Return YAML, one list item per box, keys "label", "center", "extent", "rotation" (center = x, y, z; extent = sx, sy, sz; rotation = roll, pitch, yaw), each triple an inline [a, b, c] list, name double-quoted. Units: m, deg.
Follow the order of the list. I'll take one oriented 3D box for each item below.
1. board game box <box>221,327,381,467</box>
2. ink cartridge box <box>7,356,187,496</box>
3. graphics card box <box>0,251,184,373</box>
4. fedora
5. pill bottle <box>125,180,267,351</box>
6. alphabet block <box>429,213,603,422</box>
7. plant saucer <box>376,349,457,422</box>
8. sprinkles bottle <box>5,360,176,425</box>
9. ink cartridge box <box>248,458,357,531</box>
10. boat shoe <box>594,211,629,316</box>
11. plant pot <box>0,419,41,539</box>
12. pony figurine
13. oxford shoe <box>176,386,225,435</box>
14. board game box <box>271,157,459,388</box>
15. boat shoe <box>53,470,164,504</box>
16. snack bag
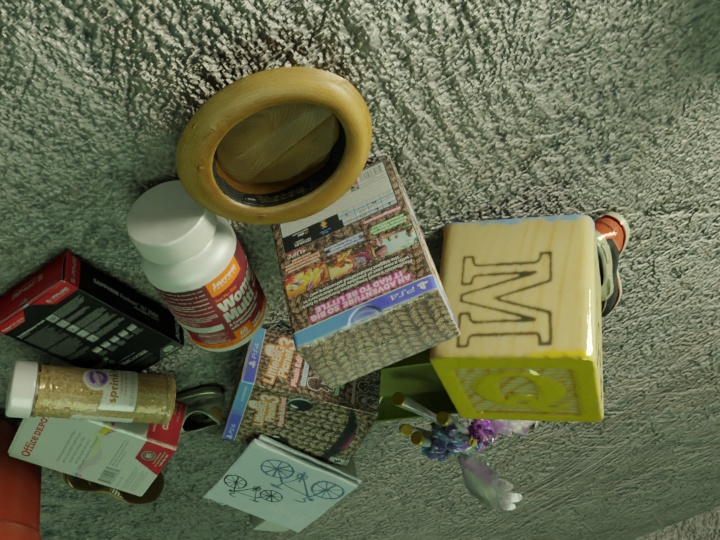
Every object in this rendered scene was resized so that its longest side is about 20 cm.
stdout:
- label: "board game box"
  center: [-0.087, 0.189, 1.045]
  extent: [0.198, 0.097, 0.160]
  rotation: [15, 135, -9]
- label: "ink cartridge box"
  center: [-0.369, 0.224, 1.002]
  extent: [0.199, 0.083, 0.146]
  rotation: [26, 127, -20]
- label: "graphics card box"
  center: [-0.334, 0.067, 0.890]
  extent: [0.125, 0.051, 0.200]
  rotation: [-30, 139, 17]
- label: "fedora"
  center: [-0.088, -0.135, 0.711]
  extent: [0.198, 0.082, 0.202]
  rotation: [-11, 141, -9]
- label: "pill bottle"
  center: [-0.184, -0.001, 0.816]
  extent: [0.108, 0.110, 0.201]
  rotation: [-17, 142, 0]
- label: "alphabet block"
  center: [0.211, 0.067, 0.924]
  extent: [0.194, 0.202, 0.196]
  rotation: [-4, 145, 22]
- label: "plant saucer"
  center: [0.079, 0.179, 1.147]
  extent: [0.198, 0.048, 0.200]
  rotation: [-10, 145, 16]
- label: "sprinkles bottle"
  center: [-0.341, 0.158, 0.906]
  extent: [0.198, 0.069, 0.068]
  rotation: [10, 135, -28]
- label: "ink cartridge box"
  center: [-0.109, 0.340, 1.224]
  extent: [0.083, 0.146, 0.200]
  rotation: [23, 128, -40]
- label: "boat shoe"
  center: [0.343, 0.006, 1.035]
  extent: [0.062, 0.071, 0.201]
  rotation: [-38, 143, -26]
- label: "plant pot"
  center: [-0.539, 0.328, 1.001]
  extent: [0.198, 0.197, 0.202]
  rotation: [-5, 146, -4]
- label: "pony figurine"
  center: [0.165, 0.265, 1.122]
  extent: [0.199, 0.192, 0.168]
  rotation: [28, 80, -39]
- label: "oxford shoe"
  center: [-0.303, 0.237, 1.101]
  extent: [0.198, 0.058, 0.075]
  rotation: [-18, 144, 4]
- label: "board game box"
  center: [0.000, 0.000, 0.799]
  extent: [0.158, 0.201, 0.097]
  rotation: [-23, 141, 9]
- label: "boat shoe"
  center: [-0.418, 0.345, 1.189]
  extent: [0.064, 0.073, 0.200]
  rotation: [3, 162, 38]
- label: "snack bag"
  center: [-0.125, 0.340, 1.109]
  extent: [0.187, 0.022, 0.200]
  rotation: [27, 129, -18]
